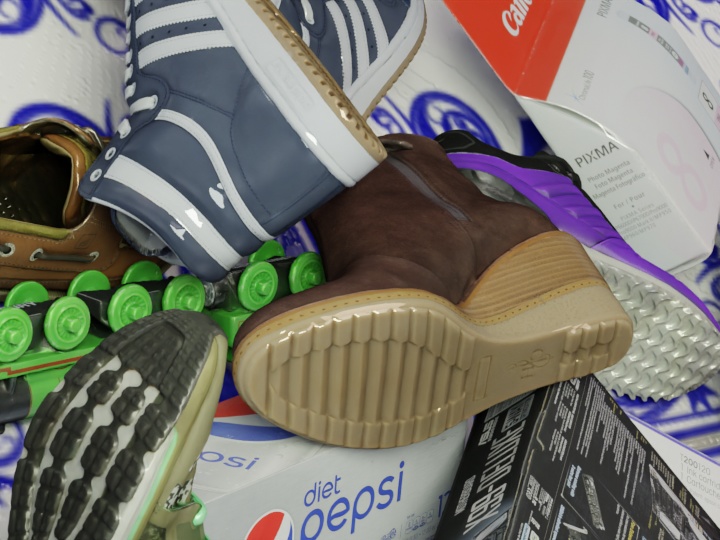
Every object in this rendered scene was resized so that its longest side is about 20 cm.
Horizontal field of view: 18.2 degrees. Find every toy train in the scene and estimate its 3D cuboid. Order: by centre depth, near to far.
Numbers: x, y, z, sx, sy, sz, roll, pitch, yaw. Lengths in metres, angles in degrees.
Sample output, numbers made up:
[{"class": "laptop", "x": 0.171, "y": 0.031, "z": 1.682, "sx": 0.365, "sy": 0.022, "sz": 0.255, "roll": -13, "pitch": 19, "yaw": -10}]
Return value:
[{"class": "toy train", "x": -0.092, "y": 0.027, "z": 0.956, "sx": 0.200, "sy": 0.042, "sz": 0.056, "roll": -12, "pitch": 110, "yaw": -42}]

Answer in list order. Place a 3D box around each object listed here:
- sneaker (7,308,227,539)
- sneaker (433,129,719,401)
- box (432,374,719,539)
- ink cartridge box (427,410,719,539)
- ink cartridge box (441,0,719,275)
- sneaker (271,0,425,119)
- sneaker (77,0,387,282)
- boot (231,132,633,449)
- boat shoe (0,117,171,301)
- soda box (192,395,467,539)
[{"class": "sneaker", "x": -0.078, "y": 0.106, "z": 0.802, "sx": 0.089, "sy": 0.200, "sz": 0.077, "roll": 9, "pitch": 20, "yaw": -38}, {"class": "sneaker", "x": 0.110, "y": -0.013, "z": 1.166, "sx": 0.200, "sy": 0.070, "sz": 0.100, "roll": 31, "pitch": 35, "yaw": -22}, {"class": "box", "x": 0.102, "y": 0.138, "z": 0.926, "sx": 0.158, "sy": 0.050, "sz": 0.200, "roll": 50, "pitch": 24, "yaw": -11}, {"class": "ink cartridge box", "x": 0.115, "y": 0.152, "z": 1.049, "sx": 0.198, "sy": 0.043, "sz": 0.200, "roll": 29, "pitch": 44, "yaw": -22}, {"class": "ink cartridge box", "x": 0.132, "y": -0.113, "z": 1.241, "sx": 0.200, "sy": 0.057, "sz": 0.163, "roll": 56, "pitch": 28, "yaw": -19}, {"class": "sneaker", "x": -0.035, "y": -0.124, "z": 1.091, "sx": 0.109, "sy": 0.070, "sz": 0.200, "roll": 59, "pitch": 36, "yaw": -26}, {"class": "sneaker", "x": -0.080, "y": -0.078, "z": 0.949, "sx": 0.070, "sy": 0.108, "sz": 0.200, "roll": 41, "pitch": 9, "yaw": -50}, {"class": "boot", "x": 0.000, "y": 0.000, "z": 0.958, "sx": 0.200, "sy": 0.072, "sz": 0.166, "roll": -5, "pitch": 33, "yaw": -35}, {"class": "boat shoe", "x": -0.129, "y": -0.026, "z": 0.956, "sx": 0.200, "sy": 0.068, "sz": 0.072, "roll": -17, "pitch": 69, "yaw": -49}, {"class": "soda box", "x": -0.039, "y": 0.093, "z": 0.921, "sx": 0.063, "sy": 0.068, "sz": 0.200, "roll": 19, "pitch": 24, "yaw": 34}]
